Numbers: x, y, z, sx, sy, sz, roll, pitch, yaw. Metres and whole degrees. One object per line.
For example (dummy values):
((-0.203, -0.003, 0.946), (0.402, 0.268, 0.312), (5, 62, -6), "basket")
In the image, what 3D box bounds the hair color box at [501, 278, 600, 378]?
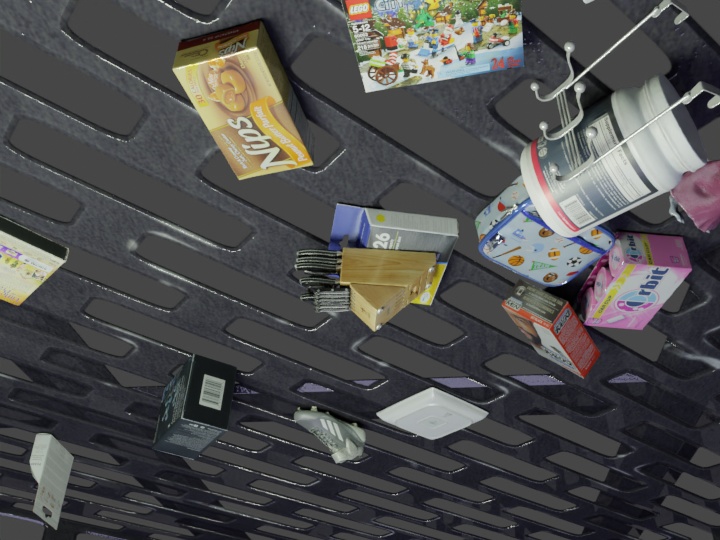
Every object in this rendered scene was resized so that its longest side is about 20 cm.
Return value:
((0.345, 0.107, 1.295), (0.110, 0.064, 0.200), (30, 168, 46), "hair color box")

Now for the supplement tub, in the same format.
((0.320, -0.144, 0.927), (0.198, 0.143, 0.139), (-29, 134, 34), "supplement tub")

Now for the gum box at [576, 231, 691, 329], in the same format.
((0.454, 0.025, 1.217), (0.111, 0.067, 0.202), (4, 144, -4), "gum box")

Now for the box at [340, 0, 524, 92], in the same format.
((0.086, -0.286, 0.834), (0.196, 0.038, 0.137), (-7, 143, 12), "box")

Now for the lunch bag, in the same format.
((0.281, -0.062, 1.104), (0.197, 0.077, 0.160), (21, 138, -26), "lunch bag")

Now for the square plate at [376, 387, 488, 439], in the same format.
((0.171, 0.350, 1.715), (0.198, 0.029, 0.197), (27, 138, -31), "square plate")

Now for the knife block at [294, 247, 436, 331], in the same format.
((0.000, 0.000, 1.157), (0.199, 0.175, 0.064), (-36, 154, -24), "knife block")

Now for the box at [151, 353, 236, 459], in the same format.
((-0.362, 0.300, 1.571), (0.106, 0.151, 0.200), (20, 140, -23), "box")

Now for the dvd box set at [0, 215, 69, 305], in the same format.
((-0.617, -0.015, 1.249), (0.145, 0.030, 0.199), (30, 135, -33), "dvd box set")

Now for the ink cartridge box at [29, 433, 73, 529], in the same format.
((-0.829, 0.558, 1.905), (0.056, 0.203, 0.164), (1, 145, 4), "ink cartridge box")

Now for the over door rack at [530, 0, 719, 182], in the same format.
((0.291, -0.213, 0.832), (0.066, 0.150, 0.198), (26, 139, -38), "over door rack")

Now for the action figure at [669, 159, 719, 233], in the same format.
((0.520, -0.145, 0.985), (0.149, 0.133, 0.201), (46, 125, 10), "action figure")

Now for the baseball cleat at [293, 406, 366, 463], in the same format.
((-0.072, 0.399, 1.728), (0.197, 0.108, 0.070), (20, 146, -20), "baseball cleat")

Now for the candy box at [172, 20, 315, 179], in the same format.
((-0.144, -0.212, 0.932), (0.113, 0.056, 0.201), (-8, 143, 14), "candy box")

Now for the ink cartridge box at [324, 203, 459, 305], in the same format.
((0.045, -0.022, 1.197), (0.195, 0.048, 0.199), (5, 144, -7), "ink cartridge box")

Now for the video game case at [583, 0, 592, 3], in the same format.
((0.275, -0.382, 0.705), (0.180, 0.022, 0.200), (-19, 140, 26), "video game case")
